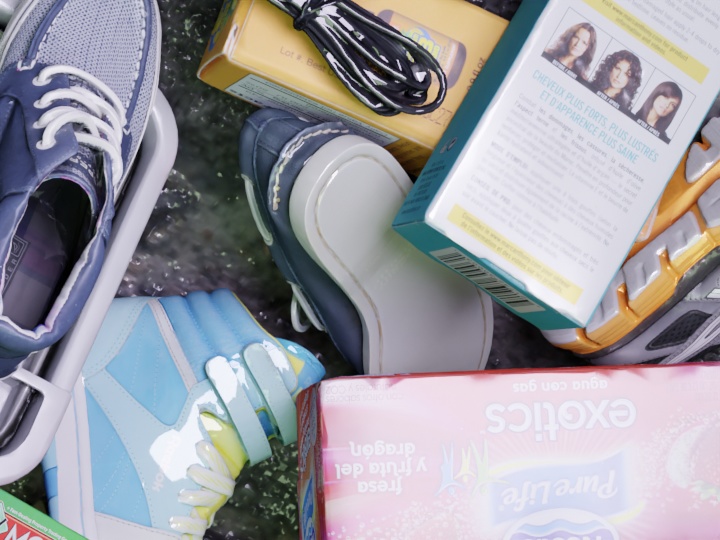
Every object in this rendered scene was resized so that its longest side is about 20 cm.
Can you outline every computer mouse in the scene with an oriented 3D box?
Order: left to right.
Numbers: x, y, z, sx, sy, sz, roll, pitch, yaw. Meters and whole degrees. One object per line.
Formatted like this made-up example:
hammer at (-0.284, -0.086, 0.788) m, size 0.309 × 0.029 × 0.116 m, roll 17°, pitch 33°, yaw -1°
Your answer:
computer mouse at (0.022, -0.175, 0.972) m, size 0.140 × 0.046 × 0.200 m, roll 37°, pitch 88°, yaw -14°

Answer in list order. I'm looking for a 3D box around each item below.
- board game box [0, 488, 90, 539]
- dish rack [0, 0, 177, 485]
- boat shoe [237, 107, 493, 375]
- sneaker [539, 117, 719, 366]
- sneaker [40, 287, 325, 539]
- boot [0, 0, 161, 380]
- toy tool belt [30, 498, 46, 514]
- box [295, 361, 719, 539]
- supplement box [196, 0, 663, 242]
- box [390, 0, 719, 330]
board game box at (-0.171, 0.096, 0.962) m, size 0.134 × 0.200 × 0.029 m, roll 33°, pitch 76°, yaw -28°
dish rack at (-0.181, -0.024, 1.005) m, size 0.171 × 0.200 × 0.044 m, roll 31°, pitch 155°, yaw -19°
boat shoe at (0.000, 0.000, 1.060) m, size 0.075 × 0.062 × 0.200 m, roll -49°, pitch 143°, yaw -8°
sneaker at (0.174, -0.018, 1.071) m, size 0.200 × 0.078 × 0.077 m, roll -34°, pitch 128°, yaw 19°
sneaker at (-0.071, 0.094, 1.064) m, size 0.130 × 0.201 × 0.080 m, roll -11°, pitch 160°, yaw -3°
boot at (-0.115, -0.049, 0.967) m, size 0.073 × 0.200 × 0.090 m, roll 25°, pitch 158°, yaw -23°
toy tool belt at (-0.153, 0.170, 1.128) m, size 0.200 × 0.125 × 0.123 m, roll -26°, pitch 125°, yaw 11°
box at (0.076, 0.090, 1.020) m, size 0.199 × 0.100 × 0.096 m, roll -2°, pitch 85°, yaw -8°
supplement box at (0.035, -0.076, 1.023) m, size 0.200 × 0.069 × 0.067 m, roll 24°, pitch 80°, yaw -15°
box at (0.099, -0.081, 0.981) m, size 0.082 × 0.049 × 0.200 m, roll 34°, pitch 78°, yaw -13°
